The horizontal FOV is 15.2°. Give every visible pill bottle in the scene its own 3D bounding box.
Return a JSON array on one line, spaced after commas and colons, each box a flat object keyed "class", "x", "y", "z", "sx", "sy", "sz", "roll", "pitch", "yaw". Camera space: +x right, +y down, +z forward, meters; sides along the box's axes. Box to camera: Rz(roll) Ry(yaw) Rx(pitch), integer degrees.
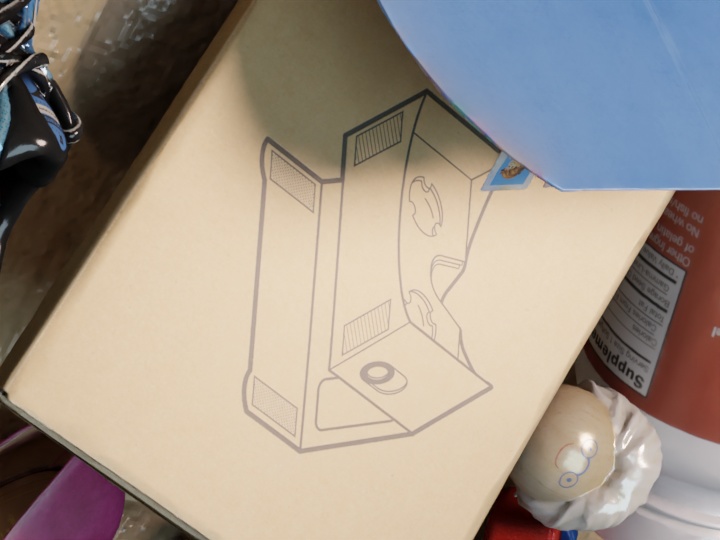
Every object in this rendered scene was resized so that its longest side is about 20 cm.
[{"class": "pill bottle", "x": 0.142, "y": 0.007, "z": 0.965, "sx": 0.112, "sy": 0.112, "sz": 0.200, "roll": -4, "pitch": 122, "yaw": -31}]

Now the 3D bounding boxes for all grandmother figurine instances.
[{"class": "grandmother figurine", "x": 0.014, "y": 0.032, "z": 0.902, "sx": 0.200, "sy": 0.061, "sz": 0.121, "roll": 28, "pitch": 112, "yaw": -21}]

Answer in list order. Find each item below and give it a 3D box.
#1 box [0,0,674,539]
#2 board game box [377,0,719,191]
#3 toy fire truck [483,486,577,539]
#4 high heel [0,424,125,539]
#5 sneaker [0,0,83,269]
[{"class": "box", "x": 0.000, "y": 0.000, "z": 0.852, "sx": 0.163, "sy": 0.021, "sz": 0.200, "roll": 38, "pitch": 74, "yaw": -23}, {"class": "board game box", "x": 0.079, "y": -0.077, "z": 0.854, "sx": 0.200, "sy": 0.158, "sz": 0.039, "roll": -2, "pitch": 145, "yaw": -33}, {"class": "toy fire truck", "x": 0.050, "y": 0.167, "z": 1.000, "sx": 0.112, "sy": 0.168, "sz": 0.200, "roll": 6, "pitch": 123, "yaw": 6}, {"class": "high heel", "x": -0.166, "y": 0.102, "z": 0.864, "sx": 0.200, "sy": 0.067, "sz": 0.096, "roll": -24, "pitch": 142, "yaw": -36}, {"class": "sneaker", "x": -0.105, "y": -0.063, "z": 0.760, "sx": 0.078, "sy": 0.090, "sz": 0.200, "roll": -5, "pitch": 117, "yaw": -49}]
